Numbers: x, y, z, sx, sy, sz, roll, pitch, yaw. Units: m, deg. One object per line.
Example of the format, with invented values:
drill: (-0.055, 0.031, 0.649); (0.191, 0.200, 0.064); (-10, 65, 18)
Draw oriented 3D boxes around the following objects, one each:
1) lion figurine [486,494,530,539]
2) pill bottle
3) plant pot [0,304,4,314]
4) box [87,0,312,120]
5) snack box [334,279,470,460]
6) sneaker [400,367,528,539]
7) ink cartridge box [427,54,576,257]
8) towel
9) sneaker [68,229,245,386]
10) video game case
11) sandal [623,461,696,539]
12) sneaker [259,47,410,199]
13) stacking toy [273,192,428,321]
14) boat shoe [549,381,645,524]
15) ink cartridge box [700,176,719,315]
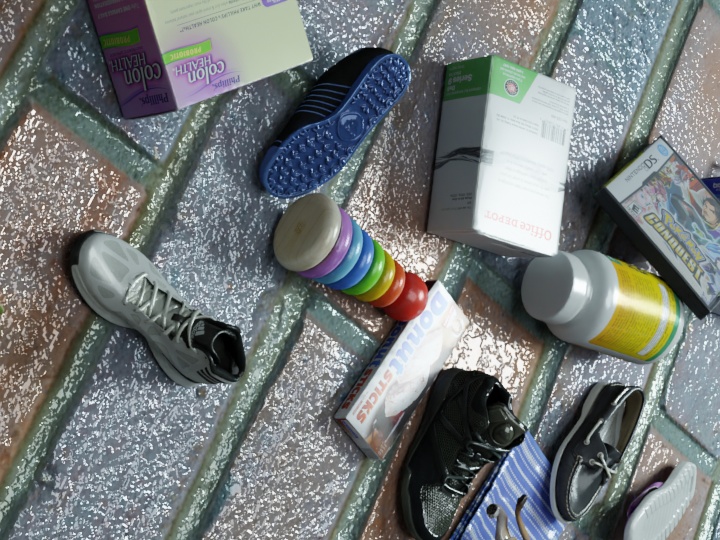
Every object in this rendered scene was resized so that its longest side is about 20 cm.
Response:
lion figurine: (0.157, 0.360, 1.713); (0.201, 0.072, 0.123); (-54, 130, -13)
pill bottle: (0.288, 0.039, 1.839); (0.198, 0.112, 0.114); (17, 77, -39)
plant pot: (-0.416, 0.044, 1.198); (0.200, 0.199, 0.191); (45, 75, -30)
box: (-0.163, -0.268, 1.467); (0.175, 0.096, 0.202); (-26, 105, -38)
snack box: (0.048, 0.108, 1.686); (0.072, 0.024, 0.201); (50, 59, -27)
sneaker: (0.113, 0.204, 1.684); (0.076, 0.114, 0.202); (32, 70, -33)
ink cartridge box: (0.161, -0.126, 1.751); (0.145, 0.084, 0.203); (15, 79, -40)
towel: (0.180, 0.304, 1.796); (0.145, 0.024, 0.201); (52, 58, -28)
sneaker: (-0.176, 0.034, 1.433); (0.201, 0.115, 0.076); (48, 60, -29)
video game case: (0.399, -0.058, 1.917); (0.200, 0.025, 0.180); (49, 43, 4)
sandal: (0.370, 0.303, 1.949); (0.202, 0.049, 0.084); (-23, 119, -52)
sneaker: (-0.035, -0.155, 1.600); (0.200, 0.078, 0.070); (-43, 120, -10)
stacking toy: (0.000, 0.000, 1.619); (0.199, 0.085, 0.086); (35, 67, -41)
boat shoe: (0.290, 0.219, 1.858); (0.074, 0.060, 0.201); (55, 51, -29)
ink cartridge box: (0.509, -0.042, 2.057); (0.135, 0.076, 0.203); (19, 78, -40)
